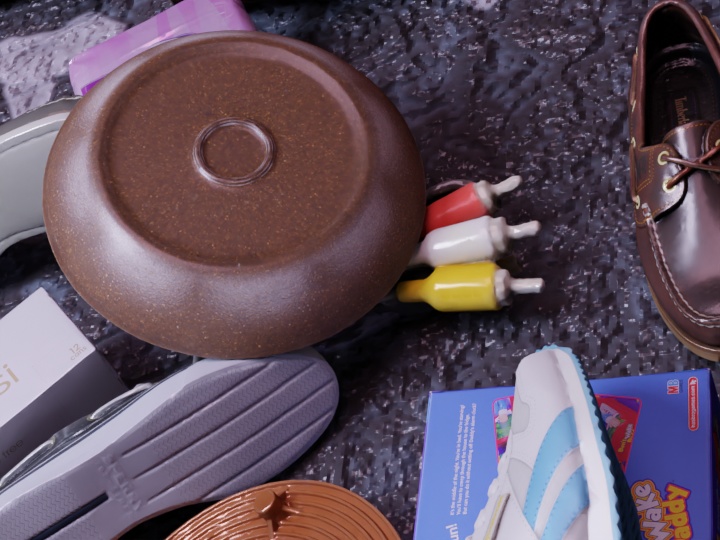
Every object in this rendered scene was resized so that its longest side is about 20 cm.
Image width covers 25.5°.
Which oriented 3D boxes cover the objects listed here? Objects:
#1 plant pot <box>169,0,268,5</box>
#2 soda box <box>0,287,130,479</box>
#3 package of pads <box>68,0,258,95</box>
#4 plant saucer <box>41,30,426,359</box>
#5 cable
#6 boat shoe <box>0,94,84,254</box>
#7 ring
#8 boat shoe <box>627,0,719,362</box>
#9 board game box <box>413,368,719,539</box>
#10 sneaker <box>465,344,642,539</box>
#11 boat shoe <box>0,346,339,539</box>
[{"bbox_3d":[-0.014,-0.254,0.989,0.198,0.188,0.188,3,52,8],"label":"plant pot"},{"bbox_3d":[-0.218,0.105,0.839,0.200,0.064,0.068,-41,48,-11],"label":"soda box"},{"bbox_3d":[-0.090,-0.068,0.919,0.120,0.076,0.201,-26,47,-1],"label":"package of pads"},{"bbox_3d":[-0.064,-0.052,0.809,0.198,0.037,0.202,2,59,-3],"label":"plant saucer"},{"bbox_3d":[0.000,0.000,0.838,0.198,0.050,0.098,-15,51,10],"label":"cable"},{"bbox_3d":[-0.208,-0.050,0.919,0.201,0.072,0.061,-33,38,37],"label":"boat shoe"},{"bbox_3d":[-0.061,0.180,0.706,0.199,0.019,0.201,-23,42,23],"label":"ring"},{"bbox_3d":[0.166,-0.051,0.797,0.070,0.071,0.201,-14,49,11],"label":"boat shoe"},{"bbox_3d":[0.089,0.142,0.685,0.133,0.045,0.201,-6,50,19],"label":"board game box"},{"bbox_3d":[0.071,0.115,0.634,0.080,0.077,0.201,-13,46,16],"label":"sneaker"},{"bbox_3d":[-0.109,0.086,0.801,0.199,0.073,0.071,-25,25,-11],"label":"boat shoe"}]
